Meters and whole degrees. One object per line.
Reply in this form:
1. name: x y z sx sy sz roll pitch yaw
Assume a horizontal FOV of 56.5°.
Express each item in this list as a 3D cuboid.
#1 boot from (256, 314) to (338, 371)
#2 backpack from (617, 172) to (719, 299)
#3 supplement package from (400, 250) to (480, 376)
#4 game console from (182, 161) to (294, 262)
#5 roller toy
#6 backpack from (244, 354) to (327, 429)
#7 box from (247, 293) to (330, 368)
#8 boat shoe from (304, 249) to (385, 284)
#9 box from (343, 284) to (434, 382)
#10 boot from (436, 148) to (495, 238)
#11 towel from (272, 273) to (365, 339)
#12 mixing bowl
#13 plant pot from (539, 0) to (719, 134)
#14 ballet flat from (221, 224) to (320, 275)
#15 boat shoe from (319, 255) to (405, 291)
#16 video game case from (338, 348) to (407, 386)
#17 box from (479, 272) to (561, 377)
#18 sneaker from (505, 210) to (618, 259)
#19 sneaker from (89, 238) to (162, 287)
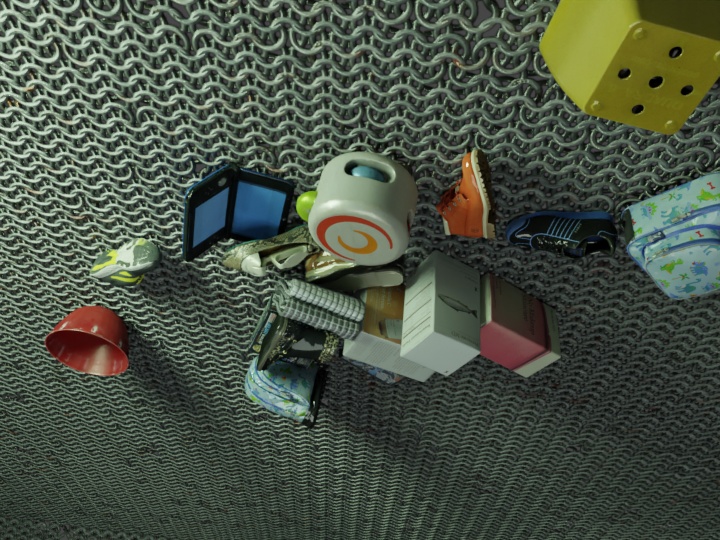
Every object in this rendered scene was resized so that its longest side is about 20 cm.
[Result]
1. boot: -0.149 0.187 1.537 0.152 0.074 0.204 17 139 -15
2. backpack: 0.576 -0.053 1.146 0.199 0.149 0.182 -29 131 33
3. supplement package: 0.161 0.084 1.334 0.116 0.202 0.117 24 138 -20
4. game console: -0.233 -0.090 1.258 0.118 0.171 0.201 37 142 14
5. roller toy: 0.009 -0.109 1.175 0.181 0.141 0.199 -15 139 40
6. backpack: -0.191 0.284 1.684 0.197 0.164 0.155 13 133 4
7. box: -0.167 0.149 1.588 0.157 0.046 0.201 18 139 -12
8. boat shoe: -0.023 -0.032 1.317 0.197 0.075 0.076 -15 166 15
9. box: 0.078 0.124 1.434 0.197 0.154 0.107 19 139 -15
10. boot: 0.182 -0.128 1.181 0.105 0.076 0.201 1 142 15
11. towel: -0.092 0.074 1.380 0.163 0.087 0.200 19 180 -15
12. mixing bowl: -0.646 0.157 1.627 0.197 0.110 0.202 5 142 4
13. plant pot: 0.367 -0.296 0.863 0.197 0.178 0.201 12 140 -6
14. ballet flat: -0.170 -0.031 1.297 0.197 0.076 0.068 -18 143 -7
15. boat shoe: 0.000 0.000 1.385 0.197 0.058 0.067 -2 138 20
16. video game case: 0.075 0.207 1.635 0.180 0.026 0.199 32 135 -27
17. box: 0.309 0.116 1.406 0.198 0.129 0.109 26 137 -23
18. sneaker: 0.367 -0.060 1.224 0.197 0.079 0.071 -5 140 14
19. sneaker: -0.487 -0.012 1.438 0.198 0.075 0.085 -8 145 32
